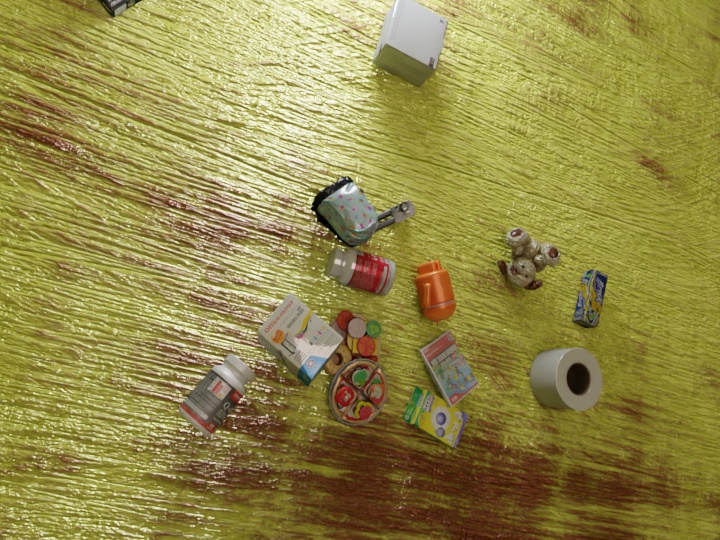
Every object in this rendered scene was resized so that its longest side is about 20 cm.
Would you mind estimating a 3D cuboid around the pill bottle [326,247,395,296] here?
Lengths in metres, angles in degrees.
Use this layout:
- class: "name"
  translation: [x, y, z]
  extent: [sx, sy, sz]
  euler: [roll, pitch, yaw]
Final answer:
- class: "pill bottle"
  translation: [0.000, 0.000, 1.693]
  extent: [0.196, 0.112, 0.115]
  euler: [16, 76, -18]

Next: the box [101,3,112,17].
- class: "box"
  translation: [-0.686, -0.850, 1.590]
  extent: [0.200, 0.049, 0.162]
  euler: [-45, 101, -21]

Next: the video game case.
- class: "video game case"
  translation: [0.285, 0.314, 1.783]
  extent: [0.141, 0.017, 0.203]
  euler: [-27, 87, -33]

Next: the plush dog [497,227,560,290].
- class: "plush dog"
  translation: [0.570, -0.025, 1.924]
  extent: [0.197, 0.160, 0.174]
  euler: [30, 86, 15]

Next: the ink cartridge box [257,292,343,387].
- class: "ink cartridge box"
  translation: [-0.172, 0.195, 1.556]
  extent: [0.199, 0.145, 0.148]
  euler: [39, 70, 5]

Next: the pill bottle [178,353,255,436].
- class: "pill bottle"
  translation: [-0.383, 0.331, 1.492]
  extent: [0.116, 0.116, 0.201]
  euler: [42, 70, -10]

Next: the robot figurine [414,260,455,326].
- class: "robot figurine"
  translation: [0.239, 0.073, 1.773]
  extent: [0.114, 0.144, 0.205]
  euler: [-14, 87, -5]

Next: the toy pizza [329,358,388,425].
- class: "toy pizza"
  translation: [0.000, 0.366, 1.654]
  extent: [0.196, 0.032, 0.206]
  euler: [-3, 98, -25]

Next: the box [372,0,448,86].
- class: "box"
  translation: [0.168, -0.770, 1.865]
  extent: [0.196, 0.130, 0.203]
  euler: [20, 75, -17]

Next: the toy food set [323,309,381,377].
- class: "toy food set"
  translation: [-0.026, 0.225, 1.683]
  extent: [0.195, 0.049, 0.203]
  euler: [8, 79, -19]

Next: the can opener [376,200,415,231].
- class: "can opener"
  translation: [0.086, -0.167, 1.791]
  extent: [0.197, 0.067, 0.054]
  euler: [-25, 91, -9]

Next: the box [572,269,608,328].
- class: "box"
  translation: [0.843, 0.104, 2.031]
  extent: [0.069, 0.064, 0.204]
  euler: [23, 75, -16]

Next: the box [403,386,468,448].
- class: "box"
  translation: [0.236, 0.462, 1.751]
  extent: [0.198, 0.048, 0.119]
  euler: [31, 71, -13]

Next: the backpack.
- class: "backpack"
  translation: [-0.037, -0.173, 1.685]
  extent: [0.166, 0.127, 0.201]
  euler: [-35, 80, -16]

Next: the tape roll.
- class: "tape roll"
  translation: [0.702, 0.370, 1.895]
  extent: [0.198, 0.139, 0.208]
  euler: [4, 80, -20]
